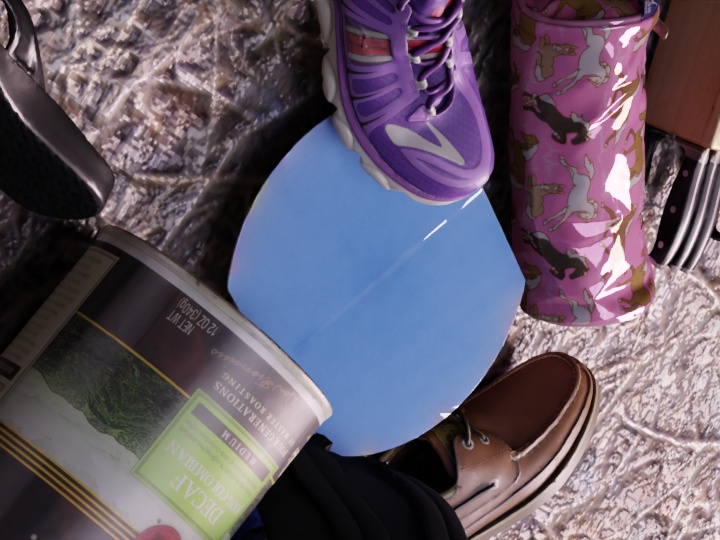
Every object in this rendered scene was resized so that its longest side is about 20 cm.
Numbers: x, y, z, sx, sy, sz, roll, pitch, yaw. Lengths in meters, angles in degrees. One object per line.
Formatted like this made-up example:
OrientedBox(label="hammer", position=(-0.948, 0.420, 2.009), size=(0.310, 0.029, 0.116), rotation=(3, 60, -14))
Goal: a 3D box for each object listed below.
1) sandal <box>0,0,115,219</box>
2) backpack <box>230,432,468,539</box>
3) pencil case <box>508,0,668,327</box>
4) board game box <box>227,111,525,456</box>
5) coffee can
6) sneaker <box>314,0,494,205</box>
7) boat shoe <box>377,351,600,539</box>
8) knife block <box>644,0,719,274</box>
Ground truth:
OrientedBox(label="sandal", position=(-0.174, -0.096, 1.205), size=(0.201, 0.075, 0.048), rotation=(57, 45, -50))
OrientedBox(label="backpack", position=(-0.024, 0.188, 1.355), size=(0.162, 0.200, 0.168), rotation=(25, 115, -30))
OrientedBox(label="pencil case", position=(0.125, -0.067, 1.474), size=(0.086, 0.083, 0.201), rotation=(2, 118, 5))
OrientedBox(label="board game box", position=(0.000, 0.000, 1.424), size=(0.158, 0.039, 0.201), rotation=(-40, 125, -19))
OrientedBox(label="coffee can", position=(-0.130, 0.100, 1.276), size=(0.200, 0.146, 0.146), rotation=(-52, 135, -10))
OrientedBox(label="sneaker", position=(0.023, -0.120, 1.327), size=(0.080, 0.083, 0.201), rotation=(-34, 118, -24))
OrientedBox(label="boat shoe", position=(0.058, 0.112, 1.506), size=(0.200, 0.072, 0.068), rotation=(-45, 135, -16))
OrientedBox(label="knife block", position=(0.202, -0.105, 1.531), size=(0.175, 0.064, 0.201), rotation=(-42, 133, -23))
